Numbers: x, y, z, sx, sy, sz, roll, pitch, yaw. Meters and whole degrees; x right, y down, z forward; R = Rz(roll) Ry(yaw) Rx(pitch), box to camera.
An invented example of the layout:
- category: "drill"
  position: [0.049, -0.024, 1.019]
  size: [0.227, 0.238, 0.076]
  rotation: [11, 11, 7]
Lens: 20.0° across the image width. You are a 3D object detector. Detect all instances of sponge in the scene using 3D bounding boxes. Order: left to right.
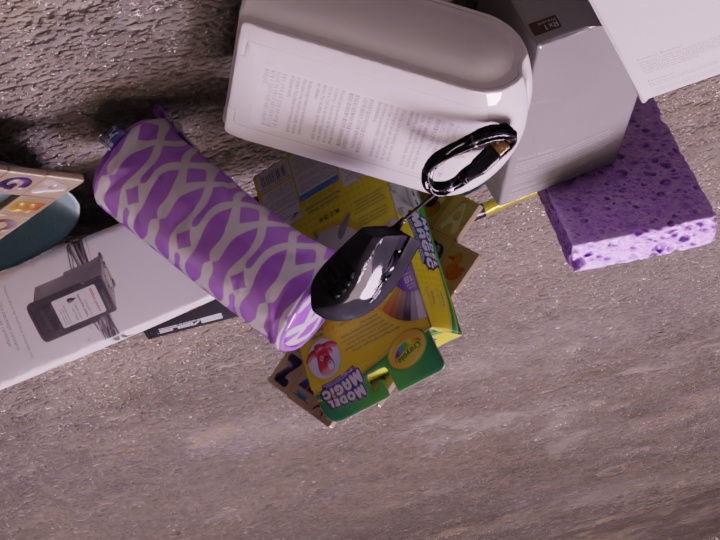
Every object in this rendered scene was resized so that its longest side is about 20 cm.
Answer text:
- category: "sponge"
  position: [0.182, -0.083, 1.526]
  size: [0.110, 0.201, 0.030]
  rotation: [-11, 132, -7]

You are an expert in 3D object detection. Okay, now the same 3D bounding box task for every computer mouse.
- category: "computer mouse"
  position: [0.036, -0.025, 1.344]
  size: [0.058, 0.034, 0.200]
  rotation: [10, 137, -40]

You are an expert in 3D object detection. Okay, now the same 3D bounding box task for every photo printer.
- category: "photo printer"
  position: [0.013, -0.123, 1.350]
  size: [0.198, 0.070, 0.167]
  rotation: [16, 155, -1]

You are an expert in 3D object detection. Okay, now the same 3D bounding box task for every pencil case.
- category: "pencil case"
  position: [-0.099, -0.029, 1.452]
  size: [0.086, 0.200, 0.084]
  rotation: [-48, 167, -13]

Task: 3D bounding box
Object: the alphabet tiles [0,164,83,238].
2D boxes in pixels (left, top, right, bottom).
- category: "alphabet tiles"
  position: [-0.320, -0.033, 1.453]
  size: [0.166, 0.008, 0.199]
  rotation: [4, 154, -45]

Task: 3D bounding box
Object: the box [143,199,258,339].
- category: "box"
  position: [-0.105, -0.007, 1.753]
  size: [0.198, 0.044, 0.160]
  rotation: [-14, 161, -3]

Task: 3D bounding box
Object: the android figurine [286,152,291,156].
- category: "android figurine"
  position: [0.019, -0.116, 1.541]
  size: [0.181, 0.041, 0.200]
  rotation: [-2, 157, -34]

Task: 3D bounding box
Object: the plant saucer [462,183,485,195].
- category: "plant saucer"
  position: [0.116, -0.100, 1.696]
  size: [0.199, 0.019, 0.070]
  rotation: [-28, 157, 32]

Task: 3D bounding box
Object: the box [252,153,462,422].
- category: "box"
  position: [0.000, 0.000, 1.482]
  size: [0.117, 0.202, 0.048]
  rotation: [-28, 156, 31]

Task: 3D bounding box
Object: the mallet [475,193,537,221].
- category: "mallet"
  position: [0.112, -0.057, 1.733]
  size: [0.198, 0.041, 0.066]
  rotation: [-21, 170, -8]

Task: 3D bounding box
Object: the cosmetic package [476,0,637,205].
- category: "cosmetic package"
  position: [0.135, -0.143, 1.419]
  size: [0.106, 0.091, 0.201]
  rotation: [-19, 151, -18]

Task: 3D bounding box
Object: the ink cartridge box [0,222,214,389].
- category: "ink cartridge box"
  position: [-0.212, 0.019, 1.595]
  size: [0.198, 0.084, 0.145]
  rotation: [-23, -179, -1]

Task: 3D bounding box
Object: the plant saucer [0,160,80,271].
- category: "plant saucer"
  position: [-0.309, -0.042, 1.511]
  size: [0.199, 0.039, 0.201]
  rotation: [-13, 161, -5]

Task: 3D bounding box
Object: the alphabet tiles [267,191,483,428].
- category: "alphabet tiles"
  position: [0.010, 0.019, 1.548]
  size: [0.006, 0.201, 0.166]
  rotation: [37, 176, -35]

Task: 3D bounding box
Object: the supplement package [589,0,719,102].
- category: "supplement package"
  position: [0.218, -0.225, 1.211]
  size: [0.190, 0.148, 0.200]
  rotation: [-19, 161, 13]
